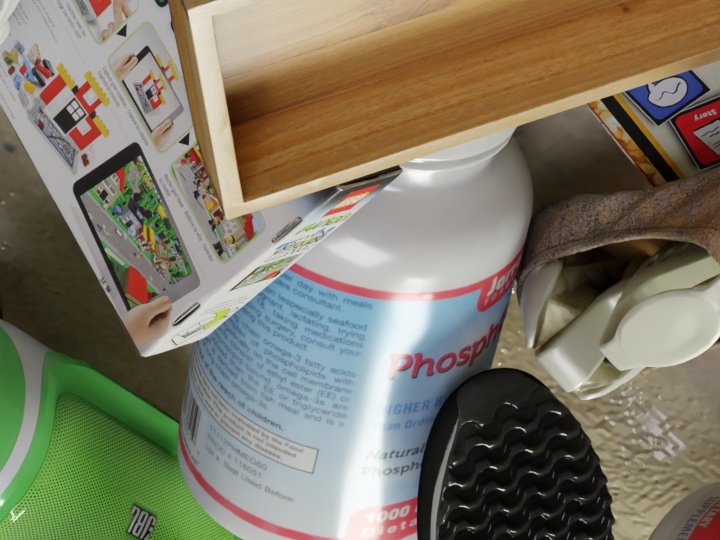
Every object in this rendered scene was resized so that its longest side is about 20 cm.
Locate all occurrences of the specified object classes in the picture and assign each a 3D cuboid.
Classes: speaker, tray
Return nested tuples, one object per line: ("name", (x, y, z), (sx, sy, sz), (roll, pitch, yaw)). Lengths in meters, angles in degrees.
("speaker", (-0.111, 0.082, 0.895), (0.088, 0.089, 0.200), (-14, 152, 23))
("tray", (0.045, -0.086, 0.686), (0.199, 0.037, 0.099), (-18, 148, -7))

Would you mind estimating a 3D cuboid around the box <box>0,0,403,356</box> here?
("box", (-0.079, -0.085, 0.783), (0.110, 0.035, 0.201), (-37, 78, 37))

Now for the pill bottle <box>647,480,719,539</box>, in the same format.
("pill bottle", (0.199, 0.132, 0.844), (0.200, 0.112, 0.112), (-3, 130, 51))

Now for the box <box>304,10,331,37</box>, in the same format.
("box", (-0.028, -0.198, 0.657), (0.200, 0.050, 0.199), (38, 123, -8))

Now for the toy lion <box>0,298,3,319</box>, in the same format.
("toy lion", (-0.198, 0.111, 0.984), (0.199, 0.069, 0.192), (-27, 132, 5))

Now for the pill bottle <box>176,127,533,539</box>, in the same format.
("pill bottle", (0.000, 0.000, 0.846), (0.108, 0.109, 0.201), (15, 128, 3))

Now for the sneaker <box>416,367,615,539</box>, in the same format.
("sneaker", (0.050, 0.114, 0.876), (0.070, 0.090, 0.201), (-24, 121, -15))

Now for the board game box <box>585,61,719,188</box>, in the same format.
("board game box", (0.149, -0.082, 0.788), (0.151, 0.046, 0.200), (-29, 114, 29))

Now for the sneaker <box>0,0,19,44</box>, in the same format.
("sneaker", (-0.132, -0.091, 0.704), (0.073, 0.071, 0.200), (-14, 162, -11))

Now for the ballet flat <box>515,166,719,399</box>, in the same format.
("ballet flat", (0.092, 0.007, 0.801), (0.068, 0.067, 0.200), (42, 156, -8))
